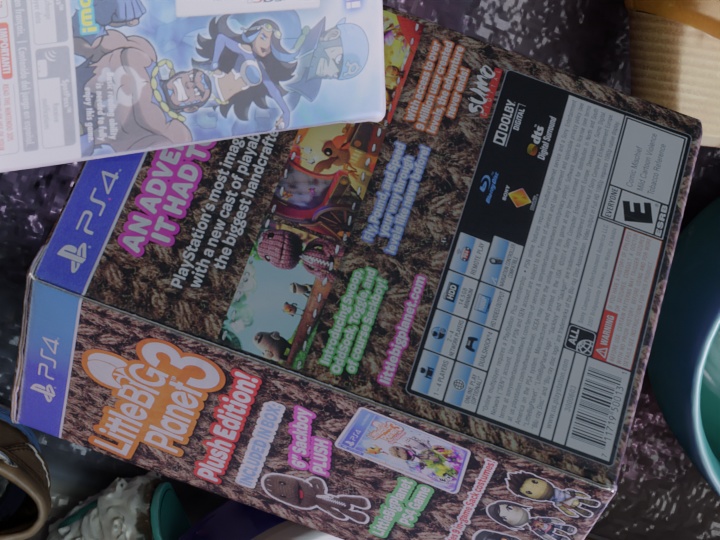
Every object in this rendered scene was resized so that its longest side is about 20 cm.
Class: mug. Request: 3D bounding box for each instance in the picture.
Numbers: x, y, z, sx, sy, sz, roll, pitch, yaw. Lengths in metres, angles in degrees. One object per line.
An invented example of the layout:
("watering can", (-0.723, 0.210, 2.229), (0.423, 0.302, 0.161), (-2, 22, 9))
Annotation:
("mug", (0.215, 0.035, 0.906), (0.184, 0.114, 0.153), (16, 105, -14))

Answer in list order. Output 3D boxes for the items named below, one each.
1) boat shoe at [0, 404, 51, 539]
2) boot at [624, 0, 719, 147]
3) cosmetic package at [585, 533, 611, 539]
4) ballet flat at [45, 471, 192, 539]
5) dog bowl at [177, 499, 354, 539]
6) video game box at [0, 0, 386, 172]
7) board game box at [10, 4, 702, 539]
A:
("boat shoe", (-0.206, 0.065, 0.754), (0.199, 0.072, 0.073), (6, 100, -26))
("boot", (0.204, -0.118, 0.856), (0.199, 0.071, 0.145), (5, 96, -16))
("cosmetic package", (0.097, 0.170, 0.913), (0.199, 0.087, 0.104), (22, 92, -27))
("ballet flat", (-0.069, 0.170, 0.858), (0.071, 0.072, 0.201), (-32, 111, -15))
("dog bowl", (0.001, 0.178, 0.786), (0.198, 0.079, 0.202), (-3, 101, -14))
("video game box", (-0.084, -0.134, 0.625), (0.181, 0.047, 0.202), (-8, 110, -18))
("board game box", (0.000, 0.000, 0.726), (0.199, 0.097, 0.160), (20, 55, 0))
